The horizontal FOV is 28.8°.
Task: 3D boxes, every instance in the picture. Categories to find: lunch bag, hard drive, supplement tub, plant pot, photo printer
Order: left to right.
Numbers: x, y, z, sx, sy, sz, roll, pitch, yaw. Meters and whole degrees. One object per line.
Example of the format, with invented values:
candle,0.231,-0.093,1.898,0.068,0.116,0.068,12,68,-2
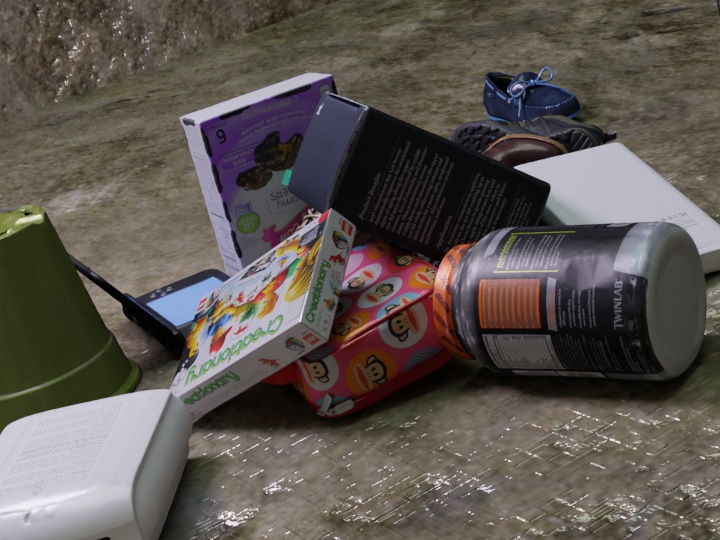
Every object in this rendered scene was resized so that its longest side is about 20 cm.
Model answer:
plant pot,-0.338,0.045,1.370,0.198,0.192,0.200,-15,18,5
photo printer,-0.225,0.173,1.098,0.165,0.070,0.200,-13,19,7
lunch bag,-0.015,0.052,1.248,0.175,0.083,0.200,-28,21,-10
supplement tub,0.165,0.025,1.127,0.198,0.124,0.122,0,23,37
hard drive,0.244,-0.053,1.314,0.131,0.026,0.200,-14,37,-20

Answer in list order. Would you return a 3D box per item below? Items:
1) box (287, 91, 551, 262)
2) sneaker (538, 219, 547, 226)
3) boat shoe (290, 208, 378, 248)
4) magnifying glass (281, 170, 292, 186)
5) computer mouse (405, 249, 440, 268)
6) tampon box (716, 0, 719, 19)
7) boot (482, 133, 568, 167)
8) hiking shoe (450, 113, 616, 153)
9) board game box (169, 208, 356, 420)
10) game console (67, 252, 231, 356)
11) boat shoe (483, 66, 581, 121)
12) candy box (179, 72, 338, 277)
box,0.051,-0.077,1.299,0.198,0.105,0.148,20,6,-18
sneaker,0.228,-0.049,1.392,0.199,0.076,0.115,-36,31,-26
boat shoe,-0.035,-0.034,1.401,0.199,0.072,0.075,-29,33,-29
magnifying glass,0.009,-0.063,1.503,0.198,0.023,0.080,20,1,4
computer mouse,0.000,0.000,1.460,0.138,0.053,0.200,-25,31,-22
tampon box,0.588,-0.374,1.933,0.148,0.127,0.200,-16,19,1
boot,0.132,-0.079,1.582,0.198,0.073,0.167,-7,32,20
hiking shoe,0.207,-0.150,1.704,0.198,0.077,0.100,8,20,32
board game box,-0.088,0.042,1.226,0.199,0.034,0.127,-33,32,40
game console,-0.213,0.008,1.496,0.175,0.117,0.200,-22,20,-20
boat shoe,0.222,-0.238,1.929,0.084,0.069,0.199,-25,21,-28
candy box,-0.089,-0.099,1.569,0.167,0.202,0.071,-22,19,-21
